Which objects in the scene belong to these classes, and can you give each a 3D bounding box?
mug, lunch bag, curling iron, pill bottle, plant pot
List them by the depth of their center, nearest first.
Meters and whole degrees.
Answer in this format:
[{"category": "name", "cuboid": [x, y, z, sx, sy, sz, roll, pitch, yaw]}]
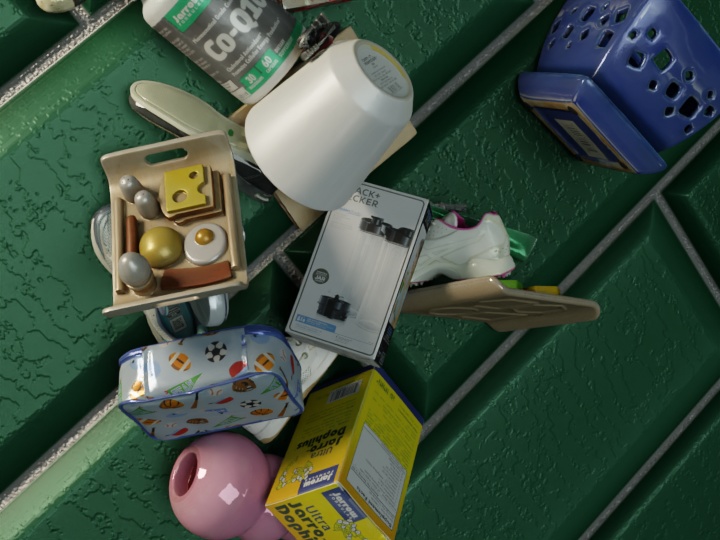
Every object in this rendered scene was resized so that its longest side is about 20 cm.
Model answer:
[{"category": "mug", "cuboid": [-0.026, -0.184, 1.019, 0.149, 0.153, 0.187, 17, 47, -37]}, {"category": "pill bottle", "cuboid": [-0.165, -0.286, 1.020, 0.200, 0.113, 0.113, 38, 81, -23]}, {"category": "lunch bag", "cuboid": [-0.167, 0.131, 1.039, 0.199, 0.160, 0.076, -10, 62, 6]}, {"category": "curling iron", "cuboid": [-0.038, -0.264, 1.043, 0.026, 0.200, 0.050, 42, 107, -6]}, {"category": "plant pot", "cuboid": [0.337, -0.243, 1.214, 0.200, 0.200, 0.180, 40, 87, -23]}]

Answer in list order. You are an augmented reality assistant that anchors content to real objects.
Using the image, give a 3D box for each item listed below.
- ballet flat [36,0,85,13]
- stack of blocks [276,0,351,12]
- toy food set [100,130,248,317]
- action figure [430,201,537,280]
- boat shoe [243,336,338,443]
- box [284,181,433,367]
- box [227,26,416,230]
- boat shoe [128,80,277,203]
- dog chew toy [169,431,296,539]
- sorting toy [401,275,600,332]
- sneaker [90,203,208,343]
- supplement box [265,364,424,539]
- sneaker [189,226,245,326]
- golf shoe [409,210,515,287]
[{"category": "ballet flat", "cuboid": [-0.279, -0.357, 0.986, 0.066, 0.057, 0.200, 37, 79, -8]}, {"category": "stack of blocks", "cuboid": [-0.068, -0.409, 1.078, 0.115, 0.059, 0.201, -16, 103, -21]}, {"category": "toy food set", "cuboid": [-0.199, -0.052, 0.963, 0.143, 0.060, 0.200, -12, 60, 3]}, {"category": "action figure", "cuboid": [0.111, -0.049, 1.199, 0.200, 0.055, 0.118, 23, 128, -12]}, {"category": "boat shoe", "cuboid": [-0.082, 0.112, 1.136, 0.069, 0.071, 0.200, 37, 79, -11]}, {"category": "box", "cuboid": [0.000, 0.000, 1.096, 0.116, 0.060, 0.201, 18, 78, 14]}, {"category": "box", "cuboid": [-0.045, -0.174, 1.140, 0.200, 0.021, 0.164, -41, 111, -15]}, {"category": "boat shoe", "cuboid": [-0.177, -0.145, 1.055, 0.200, 0.072, 0.068, 29, 125, -12]}, {"category": "dog chew toy", "cuboid": [-0.127, 0.270, 1.115, 0.200, 0.124, 0.125, 27, 86, -33]}, {"category": "sorting toy", "cuboid": [0.169, 0.038, 1.163, 0.200, 0.185, 0.037, 14, 73, -38]}, {"category": "sneaker", "cuboid": [-0.227, 0.010, 1.047, 0.078, 0.086, 0.200, -37, 110, -16]}, {"category": "supplement box", "cuboid": [-0.013, 0.226, 1.105, 0.109, 0.109, 0.200, 52, 32, -21]}, {"category": "sneaker", "cuboid": [-0.161, -0.031, 1.033, 0.071, 0.073, 0.200, -1, 59, -25]}, {"category": "golf shoe", "cuboid": [0.091, -0.028, 1.156, 0.199, 0.075, 0.092, -4, 98, 17]}]
